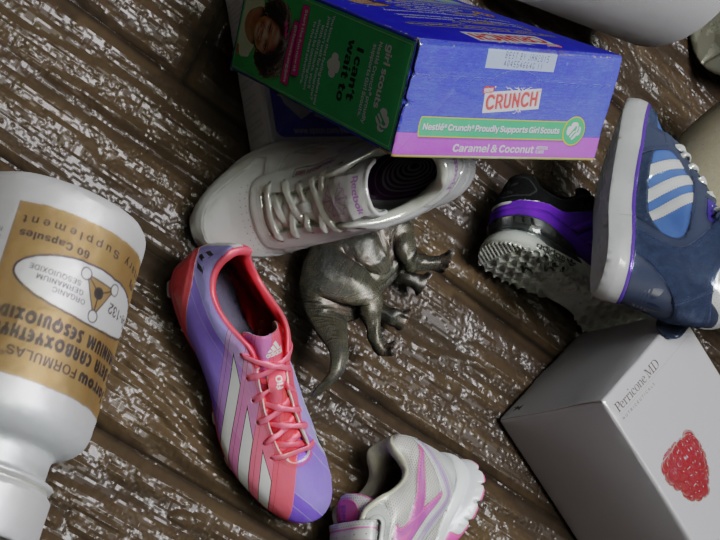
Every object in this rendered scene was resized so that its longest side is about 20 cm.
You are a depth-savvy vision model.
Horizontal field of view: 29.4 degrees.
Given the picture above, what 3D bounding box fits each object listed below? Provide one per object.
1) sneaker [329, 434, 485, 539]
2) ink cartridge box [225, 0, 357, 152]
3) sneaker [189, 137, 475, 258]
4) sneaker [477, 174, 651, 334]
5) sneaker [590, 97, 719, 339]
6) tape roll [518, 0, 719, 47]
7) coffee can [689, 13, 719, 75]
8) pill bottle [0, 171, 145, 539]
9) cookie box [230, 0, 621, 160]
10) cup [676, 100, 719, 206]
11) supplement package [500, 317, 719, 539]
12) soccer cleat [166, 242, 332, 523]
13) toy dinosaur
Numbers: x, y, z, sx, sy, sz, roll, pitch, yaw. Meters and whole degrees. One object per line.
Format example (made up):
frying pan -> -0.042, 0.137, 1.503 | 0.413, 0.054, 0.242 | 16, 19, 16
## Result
sneaker -> 0.011, 0.198, 0.938 | 0.088, 0.081, 0.201 | 37, 52, -21
ink cartridge box -> -0.007, -0.187, 1.034 | 0.197, 0.043, 0.201 | -4, 83, -35
sneaker -> -0.025, -0.055, 0.908 | 0.100, 0.199, 0.075 | -46, 119, -78
sneaker -> 0.185, -0.015, 1.112 | 0.200, 0.069, 0.100 | 30, 55, -28
sneaker -> 0.256, -0.039, 1.045 | 0.146, 0.081, 0.201 | 13, 50, 2
tape roll -> 0.211, -0.297, 1.117 | 0.139, 0.202, 0.204 | 12, 72, -31
coffee can -> 0.430, -0.224, 1.284 | 0.199, 0.146, 0.147 | 13, 71, -31
pill bottle -> -0.203, 0.055, 0.796 | 0.114, 0.114, 0.201 | 24, 66, -28
cookie box -> 0.038, -0.135, 0.902 | 0.170, 0.200, 0.076 | -1, 111, -35
cup -> 0.304, -0.035, 1.143 | 0.143, 0.200, 0.201 | -26, 94, -12
supplement package -> 0.228, 0.153, 1.067 | 0.121, 0.120, 0.200 | -41, 102, -34
soccer cleat -> -0.065, 0.076, 0.910 | 0.067, 0.076, 0.201 | -25, 93, -36
toy dinosaur -> 0.000, 0.000, 0.988 | 0.102, 0.077, 0.200 | 34, 76, -6
